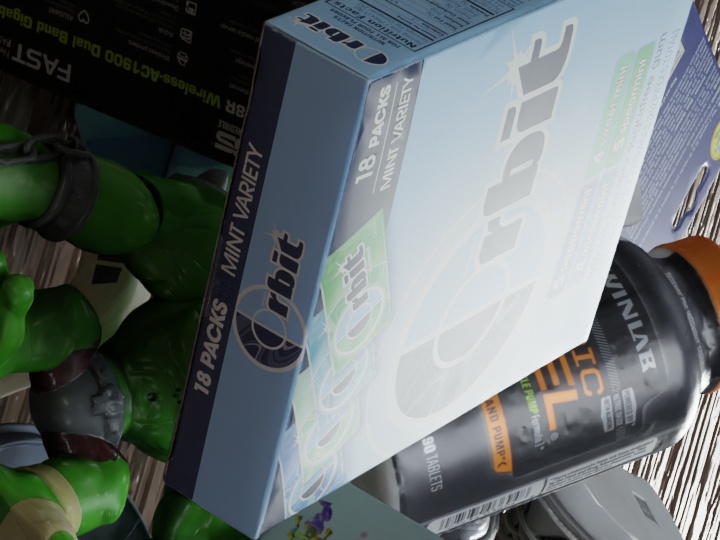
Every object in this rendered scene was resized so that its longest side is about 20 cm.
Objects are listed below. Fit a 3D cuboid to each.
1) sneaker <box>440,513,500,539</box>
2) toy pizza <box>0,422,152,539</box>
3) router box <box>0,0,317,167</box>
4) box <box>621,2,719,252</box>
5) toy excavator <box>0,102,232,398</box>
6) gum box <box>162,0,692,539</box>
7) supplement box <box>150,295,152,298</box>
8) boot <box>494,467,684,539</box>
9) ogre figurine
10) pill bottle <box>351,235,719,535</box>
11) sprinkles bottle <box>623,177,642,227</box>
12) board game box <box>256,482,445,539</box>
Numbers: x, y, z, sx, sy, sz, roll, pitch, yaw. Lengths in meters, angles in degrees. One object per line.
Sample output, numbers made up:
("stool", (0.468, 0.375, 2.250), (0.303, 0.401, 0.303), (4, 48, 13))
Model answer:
("sneaker", (0.023, 0.164, 1.381), (0.200, 0.075, 0.114), (-57, 150, -54))
("toy pizza", (-0.134, 0.153, 1.062), (0.200, 0.032, 0.200), (-7, 98, -58))
("router box", (-0.049, -0.099, 1.053), (0.150, 0.200, 0.062), (-22, 129, -52))
("box", (0.134, -0.089, 1.509), (0.121, 0.032, 0.200), (-59, 144, -23))
("toy excavator", (-0.076, -0.019, 1.128), (0.200, 0.194, 0.100), (-81, 164, -51))
("gum box", (0.028, -0.023, 0.983), (0.200, 0.045, 0.170), (-26, 139, -49))
("supplement box", (0.000, 0.000, 1.228), (0.200, 0.067, 0.069), (-34, 136, -9))
("boot", (0.096, 0.136, 1.475), (0.096, 0.074, 0.200), (-30, 155, 9))
("ogre figurine", (-0.082, 0.042, 1.030), (0.120, 0.098, 0.200), (-17, 87, -40))
("pill bottle", (0.078, 0.046, 1.337), (0.200, 0.106, 0.106), (-19, 124, -20))
("sprinkles bottle", (0.080, -0.114, 1.321), (0.068, 0.068, 0.200), (-9, 92, -56))
("board game box", (-0.043, 0.186, 1.069), (0.200, 0.064, 0.148), (-55, 164, -18))
